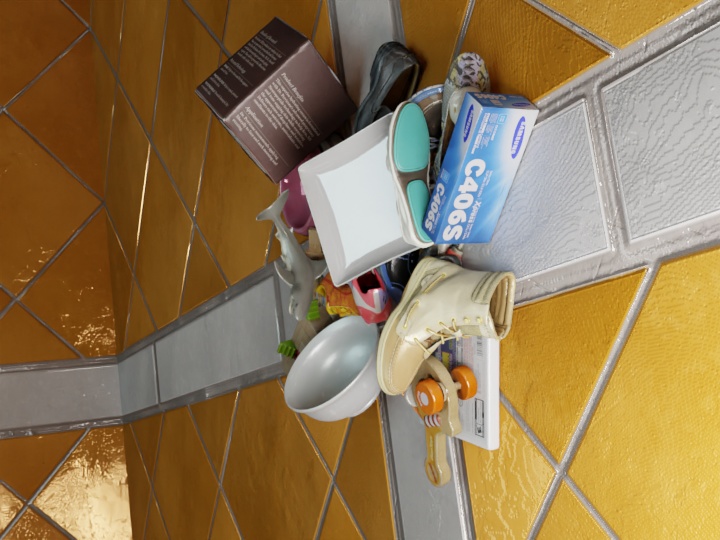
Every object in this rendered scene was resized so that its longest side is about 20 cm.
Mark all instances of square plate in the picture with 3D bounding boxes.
[{"bbox_3d":[0.010,-0.103,1.362,0.198,0.028,0.202,-24,79,33],"label":"square plate"}]

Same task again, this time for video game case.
[{"bbox_3d":[0.140,0.139,1.315,0.181,0.023,0.205,7,99,61],"label":"video game case"}]

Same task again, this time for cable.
[{"bbox_3d":[0.101,0.030,1.341,0.097,0.050,0.203,36,118,38],"label":"cable"}]

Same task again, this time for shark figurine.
[{"bbox_3d":[-0.102,-0.026,1.589,0.128,0.088,0.219,2,-109,-76],"label":"shark figurine"}]

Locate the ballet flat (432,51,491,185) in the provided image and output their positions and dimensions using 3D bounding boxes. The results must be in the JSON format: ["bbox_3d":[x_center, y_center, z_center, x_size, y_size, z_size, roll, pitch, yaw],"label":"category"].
[{"bbox_3d":[0.142,-0.189,1.234,0.072,0.071,0.204,46,136,51],"label":"ballet flat"}]

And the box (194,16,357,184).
[{"bbox_3d":[-0.148,-0.297,1.583,0.200,0.166,0.164,-42,38,-3],"label":"box"}]

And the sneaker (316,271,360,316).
[{"bbox_3d":[-0.016,0.053,1.531,0.078,0.073,0.200,-53,24,-2],"label":"sneaker"}]

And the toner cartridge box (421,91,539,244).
[{"bbox_3d":[0.154,-0.130,1.193,0.043,0.093,0.203,52,136,44],"label":"toner cartridge box"}]

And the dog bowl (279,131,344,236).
[{"bbox_3d":[-0.085,-0.154,1.661,0.199,0.072,0.205,10,101,61],"label":"dog bowl"}]

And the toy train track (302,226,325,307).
[{"bbox_3d":[-0.079,0.004,1.669,0.033,0.112,0.203,-74,-12,-55],"label":"toy train track"}]

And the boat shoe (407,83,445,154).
[{"bbox_3d":[0.097,-0.205,1.332,0.200,0.071,0.074,134,123,-66],"label":"boat shoe"}]

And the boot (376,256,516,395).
[{"bbox_3d":[0.114,0.082,1.207,0.154,0.073,0.203,10,66,43],"label":"boot"}]

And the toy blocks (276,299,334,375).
[{"bbox_3d":[-0.074,0.170,1.662,0.137,0.099,0.202,52,137,30],"label":"toy blocks"}]

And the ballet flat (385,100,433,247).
[{"bbox_3d":[0.065,-0.131,1.273,0.069,0.068,0.205,-11,87,61],"label":"ballet flat"}]

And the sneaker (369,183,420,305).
[{"bbox_3d":[0.071,-0.045,1.384,0.077,0.070,0.204,-8,99,32],"label":"sneaker"}]

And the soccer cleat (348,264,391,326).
[{"bbox_3d":[0.000,0.000,1.434,0.201,0.065,0.077,-115,17,-46],"label":"soccer cleat"}]

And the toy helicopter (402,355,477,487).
[{"bbox_3d":[0.100,0.215,1.303,0.132,0.078,0.204,25,126,53],"label":"toy helicopter"}]

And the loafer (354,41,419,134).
[{"bbox_3d":[0.041,-0.250,1.423,0.072,0.072,0.203,43,130,46],"label":"loafer"}]

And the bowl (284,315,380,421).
[{"bbox_3d":[-0.026,0.179,1.514,0.199,0.091,0.202,-33,27,19],"label":"bowl"}]
